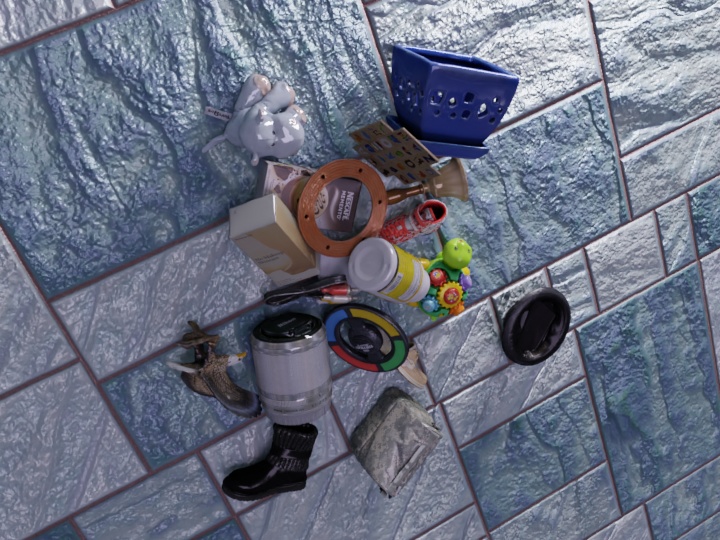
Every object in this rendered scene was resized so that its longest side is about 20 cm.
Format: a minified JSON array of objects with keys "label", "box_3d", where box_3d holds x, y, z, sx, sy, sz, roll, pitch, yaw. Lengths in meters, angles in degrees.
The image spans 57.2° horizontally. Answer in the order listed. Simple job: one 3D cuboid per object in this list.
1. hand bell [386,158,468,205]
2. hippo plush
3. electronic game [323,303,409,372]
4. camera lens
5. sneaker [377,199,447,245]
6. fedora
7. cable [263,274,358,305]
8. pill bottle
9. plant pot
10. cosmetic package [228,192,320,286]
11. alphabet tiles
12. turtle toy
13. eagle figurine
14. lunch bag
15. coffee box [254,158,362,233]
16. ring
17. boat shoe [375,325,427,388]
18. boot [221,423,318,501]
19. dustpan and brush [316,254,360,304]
[{"label":"hand bell","box_3d":[0.123,-0.176,1.430,0.198,0.104,0.105,-14,111,-2]},{"label":"hippo plush","box_3d":[-0.183,-0.282,1.232,0.198,0.161,0.161,2,106,-20]},{"label":"electronic game","box_3d":[0.011,0.149,1.439,0.198,0.042,0.201,13,134,14]},{"label":"camera lens","box_3d":[-0.143,0.201,1.394,0.159,0.160,0.202,-11,110,-16]},{"label":"sneaker","box_3d":[0.090,-0.097,1.407,0.200,0.108,0.068,-18,79,-19]},{"label":"fedora","box_3d":[0.410,0.126,1.607,0.199,0.092,0.203,-6,108,-18]},{"label":"cable","box_3d":[-0.100,0.051,1.378,0.198,0.097,0.051,-9,69,-13]},{"label":"pill bottle","box_3d":[0.068,0.009,1.386,0.112,0.111,0.200,-58,146,4]},{"label":"plant pot","box_3d":[0.168,-0.333,1.322,0.198,0.200,0.181,3,117,-21]},{"label":"cosmetic package","box_3d":[-0.164,-0.055,1.294,0.104,0.072,0.200,-18,146,16]},{"label":"alphabet tiles","box_3d":[0.067,-0.232,1.320,0.166,0.200,0.006,37,73,-22]},{"label":"turtle toy","box_3d":[0.193,0.022,1.492,0.144,0.101,0.202,9,103,-22]},{"label":"eagle figurine","box_3d":[-0.292,0.214,1.342,0.149,0.152,0.202,-9,112,3]},{"label":"lunch bag","box_3d":[0.088,0.404,1.534,0.139,0.168,0.200,38,91,-25]},{"label":"coffee box","box_3d":[-0.109,-0.151,1.343,0.198,0.080,0.114,7,104,-21]},{"label":"ring","box_3d":[-0.036,-0.123,1.319,0.199,0.019,0.202,-11,113,-27]},{"label":"boat shoe","box_3d":[0.101,0.192,1.527,0.069,0.074,0.200,-41,114,3]},{"label":"boot","box_3d":[-0.202,0.419,1.481,0.209,0.079,0.159,-1,114,-30]},{"label":"dustpan and brush","box_3d":[0.000,0.000,1.450,0.198,0.057,0.141,-1,118,-13]}]
